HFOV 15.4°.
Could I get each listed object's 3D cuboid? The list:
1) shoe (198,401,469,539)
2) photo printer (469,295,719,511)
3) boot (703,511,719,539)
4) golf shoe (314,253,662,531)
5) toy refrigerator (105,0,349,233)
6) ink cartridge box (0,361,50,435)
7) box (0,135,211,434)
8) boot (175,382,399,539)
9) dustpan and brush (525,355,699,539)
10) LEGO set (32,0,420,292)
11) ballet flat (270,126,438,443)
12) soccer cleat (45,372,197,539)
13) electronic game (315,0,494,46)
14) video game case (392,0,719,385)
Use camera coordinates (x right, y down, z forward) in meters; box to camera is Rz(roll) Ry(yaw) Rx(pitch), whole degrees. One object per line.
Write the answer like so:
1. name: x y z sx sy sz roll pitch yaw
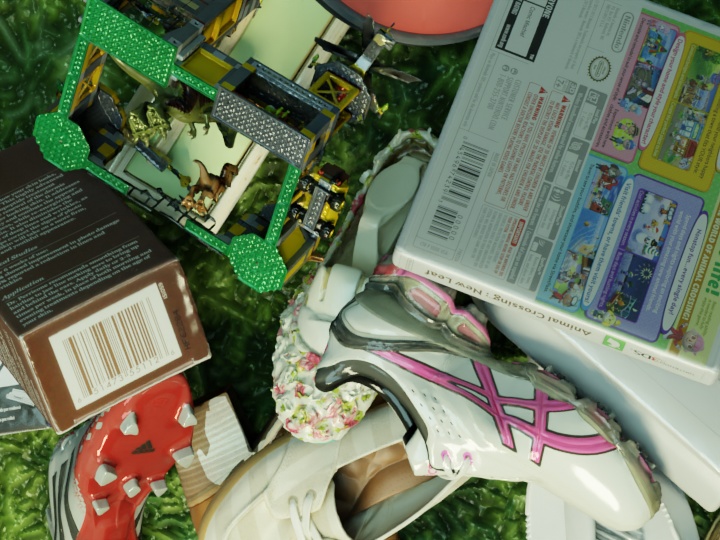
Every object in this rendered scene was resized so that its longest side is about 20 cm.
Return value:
1. shoe: 0.000 0.115 1.481 0.199 0.053 0.070 -29 110 -1
2. photo printer: 0.168 0.008 1.452 0.200 0.070 0.166 40 70 8
3. boot: 0.197 0.233 1.450 0.072 0.155 0.202 14 98 13
4. golf shoe: 0.067 0.084 1.417 0.200 0.073 0.092 37 76 3
5. toy refrigerator: -0.066 -0.124 1.523 0.076 0.070 0.201 31 103 -15
6. ink cartridge box: -0.281 0.062 1.622 0.199 0.044 0.095 -10 90 16
7. box: -0.173 0.002 1.498 0.100 0.200 0.075 -26 126 -14
8. boot: -0.003 0.119 1.540 0.199 0.077 0.156 -25 95 5
9. dustpan and brush: 0.125 0.111 1.499 0.140 0.057 0.201 -42 46 51
10. LEGO set: -0.071 -0.096 1.449 0.199 0.116 0.154 26 132 17
11. ballet flat: 0.000 0.000 1.480 0.075 0.064 0.201 15 59 13
12. soccer cleat: -0.146 0.111 1.539 0.085 0.068 0.201 60 147 34
13. electronic game: 0.036 -0.225 1.467 0.199 0.042 0.202 -2 94 -25
14. video game case: 0.134 -0.058 1.423 0.181 0.022 0.201 21 64 3
